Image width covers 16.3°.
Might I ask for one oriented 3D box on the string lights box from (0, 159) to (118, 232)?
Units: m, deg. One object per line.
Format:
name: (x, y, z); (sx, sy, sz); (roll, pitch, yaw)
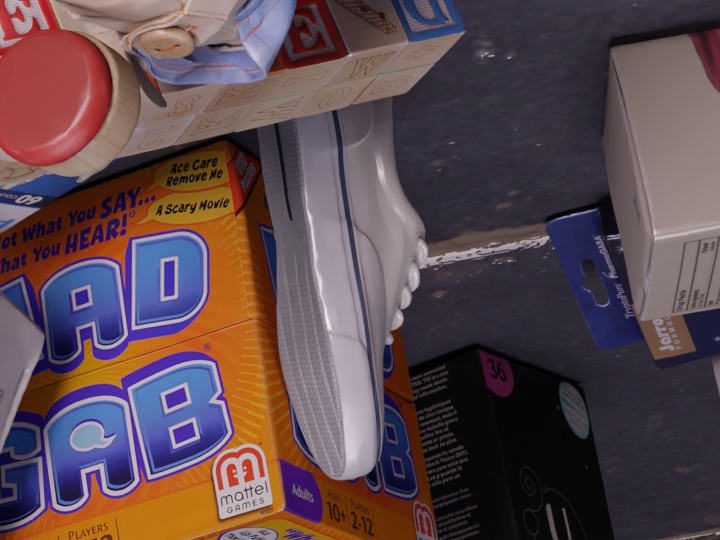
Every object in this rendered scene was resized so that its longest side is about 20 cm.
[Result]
string lights box: (-0.143, -0.085, 1.109); (0.103, 0.059, 0.200); (9, 152, -43)

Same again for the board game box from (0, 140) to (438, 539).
board game box: (-0.098, 0.078, 1.354); (0.200, 0.200, 0.200); (-18, 158, 20)

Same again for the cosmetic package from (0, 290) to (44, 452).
cosmetic package: (-0.284, 0.053, 1.156); (0.200, 0.168, 0.166); (16, 166, 17)

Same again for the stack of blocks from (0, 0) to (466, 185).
stack of blocks: (-0.072, -0.113, 0.986); (0.200, 0.115, 0.059); (-14, 165, -31)

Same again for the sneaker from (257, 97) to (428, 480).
sneaker: (0.000, 0.000, 1.217); (0.071, 0.200, 0.073); (-8, -172, -24)

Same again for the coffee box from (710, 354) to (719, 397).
coffee box: (0.287, 0.083, 1.542); (0.114, 0.200, 0.080); (8, 151, -40)

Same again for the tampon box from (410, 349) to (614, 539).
tampon box: (0.084, 0.175, 1.688); (0.126, 0.200, 0.150); (-22, 158, 27)

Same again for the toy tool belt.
toy tool belt: (-0.064, -0.117, 0.881); (0.125, 0.200, 0.123); (4, 167, 27)

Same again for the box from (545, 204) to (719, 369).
box: (0.218, -0.006, 1.457); (0.200, 0.032, 0.121); (-15, 134, 14)

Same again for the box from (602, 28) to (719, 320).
box: (0.230, -0.059, 1.279); (0.200, 0.109, 0.128); (-9, 159, -1)
